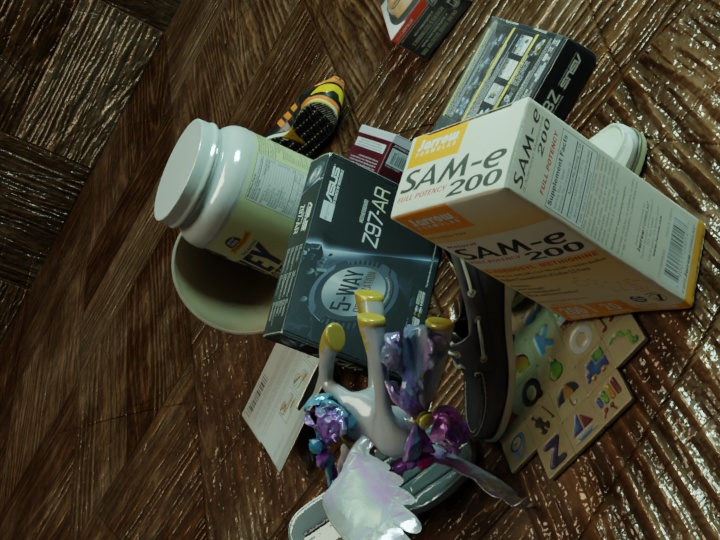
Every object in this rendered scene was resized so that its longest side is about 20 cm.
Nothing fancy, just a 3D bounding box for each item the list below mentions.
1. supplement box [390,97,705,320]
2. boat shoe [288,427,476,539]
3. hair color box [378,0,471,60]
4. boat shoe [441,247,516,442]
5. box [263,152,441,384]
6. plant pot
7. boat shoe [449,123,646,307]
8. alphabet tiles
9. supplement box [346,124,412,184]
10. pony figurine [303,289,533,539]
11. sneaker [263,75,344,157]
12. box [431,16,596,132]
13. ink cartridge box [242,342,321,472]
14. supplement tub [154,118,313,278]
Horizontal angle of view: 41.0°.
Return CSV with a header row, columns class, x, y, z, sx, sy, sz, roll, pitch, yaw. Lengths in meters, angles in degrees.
class,x,y,z,sx,sy,sz,roll,pitch,yaw
supplement box,0.140,-0.035,0.713,0.126,0.200,0.074,-12,56,55
boat shoe,0.024,0.202,0.896,0.200,0.067,0.074,-30,70,17
hair color box,0.076,-0.376,1.272,0.102,0.061,0.200,-50,31,29
boat shoe,0.092,0.052,0.817,0.073,0.062,0.201,-137,44,-68
box,0.000,0.000,1.004,0.043,0.160,0.201,-16,55,57
plant pot,-0.155,-0.038,1.334,0.188,0.187,0.200,-58,13,17
boat shoe,0.161,-0.052,0.836,0.200,0.068,0.075,-50,25,18
alphabet tiles,0.162,0.071,0.818,0.167,0.006,0.200,-53,29,27
supplement box,0.002,-0.069,1.166,0.201,0.061,0.109,-64,26,4
pony figurine,0.028,0.133,0.788,0.193,0.166,0.201,19,110,53
sneaker,-0.085,-0.221,1.460,0.200,0.070,0.090,-32,28,49
box,0.138,-0.154,0.994,0.200,0.049,0.161,-62,28,9
ink cartridge box,-0.064,0.124,1.156,0.201,0.043,0.174,-64,27,5
supplement tub,-0.120,-0.078,1.107,0.145,0.199,0.145,-44,34,41
